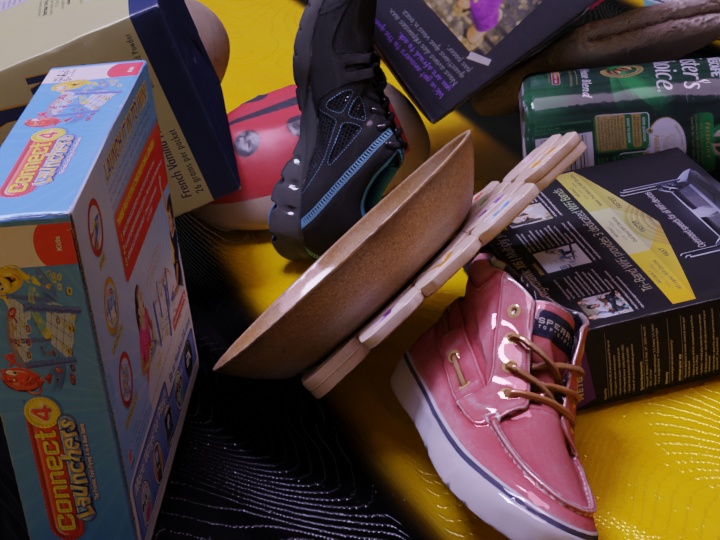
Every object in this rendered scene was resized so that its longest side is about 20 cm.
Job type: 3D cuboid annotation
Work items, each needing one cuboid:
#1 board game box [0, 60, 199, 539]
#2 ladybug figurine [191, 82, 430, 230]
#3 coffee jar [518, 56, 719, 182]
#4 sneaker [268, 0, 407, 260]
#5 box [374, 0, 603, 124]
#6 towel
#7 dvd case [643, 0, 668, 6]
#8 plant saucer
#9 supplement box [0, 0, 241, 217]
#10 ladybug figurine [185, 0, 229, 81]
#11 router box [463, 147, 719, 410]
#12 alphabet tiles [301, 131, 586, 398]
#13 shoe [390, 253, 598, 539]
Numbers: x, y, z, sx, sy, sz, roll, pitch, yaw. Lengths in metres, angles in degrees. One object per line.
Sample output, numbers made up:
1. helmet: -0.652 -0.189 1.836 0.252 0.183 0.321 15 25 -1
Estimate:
1. board game box: -0.138 0.018 0.851 0.055 0.197 0.200 -4 26 6
2. ladybug figurine: -0.040 -0.089 1.175 0.199 0.072 0.135 -24 32 -30
3. coffee jar: 0.209 -0.098 1.111 0.198 0.086 0.104 -4 17 6
4. sneaker: -0.003 -0.102 1.074 0.081 0.202 0.073 10 8 21
5. box: 0.099 -0.204 1.157 0.199 0.106 0.122 -36 5 6
6. towel: 0.192 -0.166 1.225 0.199 0.035 0.132 -18 -6 -36
7. dvd case: 0.370 -0.243 1.434 0.199 0.022 0.146 -24 31 -27
8. plant saucer: 0.000 0.000 0.931 0.200 0.035 0.200 -43 3 3
9. supplement box: -0.202 -0.110 1.089 0.199 0.135 0.200 -22 27 2
10. ladybug figurine: -0.196 -0.141 1.247 0.199 0.136 0.072 -17 46 8
11. router box: 0.159 -0.001 0.973 0.156 0.053 0.200 -12 27 -9
12. alphabet tiles: 0.044 -0.004 0.909 0.200 0.015 0.196 -43 4 0
13. shoe: 0.079 0.061 0.807 0.071 0.091 0.200 27 11 -24
